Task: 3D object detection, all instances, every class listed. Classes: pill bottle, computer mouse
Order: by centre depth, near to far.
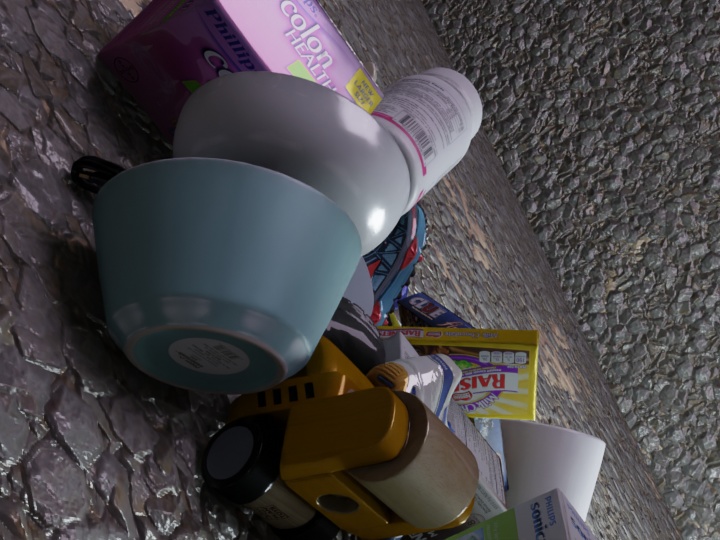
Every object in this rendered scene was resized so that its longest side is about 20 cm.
[{"bbox_3d":[-0.132,-0.052,0.763,0.059,0.199,0.034,80,24,-54],"label":"computer mouse"},{"bbox_3d":[0.050,-0.141,1.066,0.114,0.113,0.200,57,39,-9],"label":"pill bottle"}]

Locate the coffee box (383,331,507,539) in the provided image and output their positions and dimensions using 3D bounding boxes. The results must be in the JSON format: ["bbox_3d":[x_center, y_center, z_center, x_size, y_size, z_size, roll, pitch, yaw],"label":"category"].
[{"bbox_3d":[0.046,0.172,0.984,0.200,0.113,0.080,52,20,-27],"label":"coffee box"}]

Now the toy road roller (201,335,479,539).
[{"bbox_3d":[-0.013,0.116,0.760,0.123,0.199,0.147,48,40,-39],"label":"toy road roller"}]

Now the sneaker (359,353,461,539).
[{"bbox_3d":[0.044,0.163,0.879,0.088,0.201,0.075,-14,39,-35],"label":"sneaker"}]

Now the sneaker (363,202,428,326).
[{"bbox_3d":[0.000,0.000,1.049,0.095,0.201,0.079,32,-17,-17],"label":"sneaker"}]

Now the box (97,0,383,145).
[{"bbox_3d":[-0.113,-0.182,0.935,0.176,0.199,0.097,52,54,-26],"label":"box"}]

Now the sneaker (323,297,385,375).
[{"bbox_3d":[-0.069,0.050,0.888,0.199,0.076,0.091,30,34,-8],"label":"sneaker"}]

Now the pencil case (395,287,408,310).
[{"bbox_3d":[-0.001,-0.036,1.168,0.201,0.078,0.087,70,13,-45],"label":"pencil case"}]

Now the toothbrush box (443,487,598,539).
[{"bbox_3d":[0.118,0.294,0.840,0.146,0.199,0.086,53,17,-24],"label":"toothbrush box"}]

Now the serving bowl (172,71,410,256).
[{"bbox_3d":[-0.064,-0.063,0.806,0.200,0.199,0.066,47,47,-37],"label":"serving bowl"}]

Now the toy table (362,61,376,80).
[{"bbox_3d":[-0.060,-0.167,1.156,0.200,0.183,0.118,115,-37,-74],"label":"toy table"}]

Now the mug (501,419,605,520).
[{"bbox_3d":[0.205,0.268,1.180,0.187,0.149,0.154,45,53,-65],"label":"mug"}]

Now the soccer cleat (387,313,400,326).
[{"bbox_3d":[0.020,0.086,1.143,0.200,0.064,0.084,41,34,-45],"label":"soccer cleat"}]

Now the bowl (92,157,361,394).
[{"bbox_3d":[-0.102,0.019,0.718,0.201,0.200,0.106,42,44,-46],"label":"bowl"}]

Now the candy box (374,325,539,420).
[{"bbox_3d":[0.076,0.102,0.999,0.026,0.199,0.103,-78,165,-51],"label":"candy box"}]

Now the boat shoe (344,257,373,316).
[{"bbox_3d":[-0.071,-0.019,0.974,0.200,0.091,0.071,51,43,-29],"label":"boat shoe"}]

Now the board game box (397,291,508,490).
[{"bbox_3d":[0.102,0.138,1.107,0.135,0.034,0.201,36,-38,54],"label":"board game box"}]
